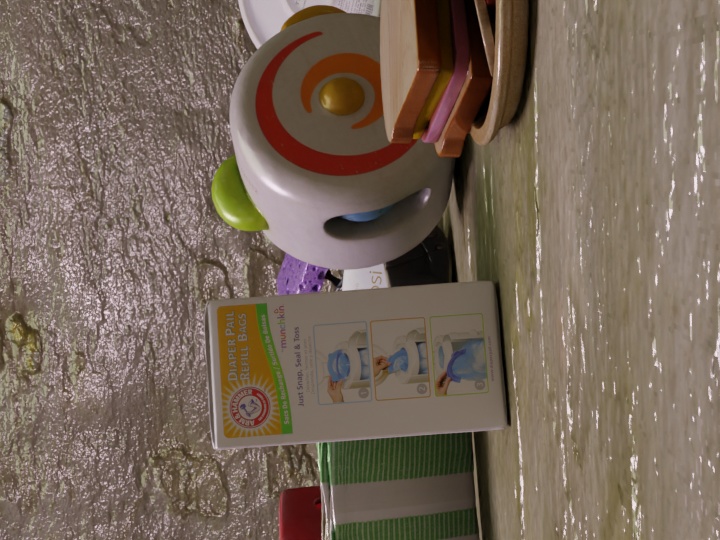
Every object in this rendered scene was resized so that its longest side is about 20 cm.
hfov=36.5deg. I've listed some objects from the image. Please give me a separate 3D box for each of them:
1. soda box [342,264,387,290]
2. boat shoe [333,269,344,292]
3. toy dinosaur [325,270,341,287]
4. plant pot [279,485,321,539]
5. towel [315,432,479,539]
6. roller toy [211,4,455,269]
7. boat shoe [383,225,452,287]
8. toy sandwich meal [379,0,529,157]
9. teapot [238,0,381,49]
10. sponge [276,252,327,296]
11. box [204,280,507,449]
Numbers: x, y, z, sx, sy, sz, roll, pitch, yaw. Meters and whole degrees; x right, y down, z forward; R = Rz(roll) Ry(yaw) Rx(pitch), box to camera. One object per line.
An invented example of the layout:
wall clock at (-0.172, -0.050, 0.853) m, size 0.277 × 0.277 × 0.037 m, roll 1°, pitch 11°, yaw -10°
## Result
soda box at (0.021, 0.054, 1.068) m, size 0.068 × 0.063 × 0.201 m, roll 4°, pitch -88°, yaw -57°
boat shoe at (0.001, 0.000, 1.164) m, size 0.200 × 0.066 × 0.074 m, roll -60°, pitch -14°, yaw 29°
toy dinosaur at (0.034, 0.010, 1.262) m, size 0.200 × 0.105 × 0.183 m, roll 24°, pitch 129°, yaw 49°
plant pot at (0.005, 0.341, 1.225) m, size 0.200 × 0.181 × 0.202 m, roll 176°, pitch 90°, yaw -87°
towel at (0.034, 0.191, 0.869) m, size 0.023 × 0.152 × 0.201 m, roll -14°, pitch 78°, yaw 58°
roller toy at (-0.011, -0.109, 0.884) m, size 0.140 × 0.182 × 0.201 m, roll 87°, pitch -152°, yaw -64°
boat shoe at (0.056, 0.059, 0.974) m, size 0.074 × 0.075 × 0.201 m, roll 77°, pitch -164°, yaw -69°
toy sandwich meal at (0.049, -0.164, 0.648) m, size 0.205 × 0.070 × 0.207 m, roll 176°, pitch 90°, yaw -88°
teapot at (-0.008, -0.271, 1.018) m, size 0.146 × 0.199 × 0.198 m, roll -28°, pitch -86°, yaw -52°
sponge at (-0.049, -0.040, 1.225) m, size 0.112 × 0.030 × 0.201 m, roll -104°, pitch 32°, yaw -59°
box at (-0.005, 0.068, 0.781) m, size 0.113 × 0.199 × 0.102 m, roll 108°, pitch 158°, yaw -84°
